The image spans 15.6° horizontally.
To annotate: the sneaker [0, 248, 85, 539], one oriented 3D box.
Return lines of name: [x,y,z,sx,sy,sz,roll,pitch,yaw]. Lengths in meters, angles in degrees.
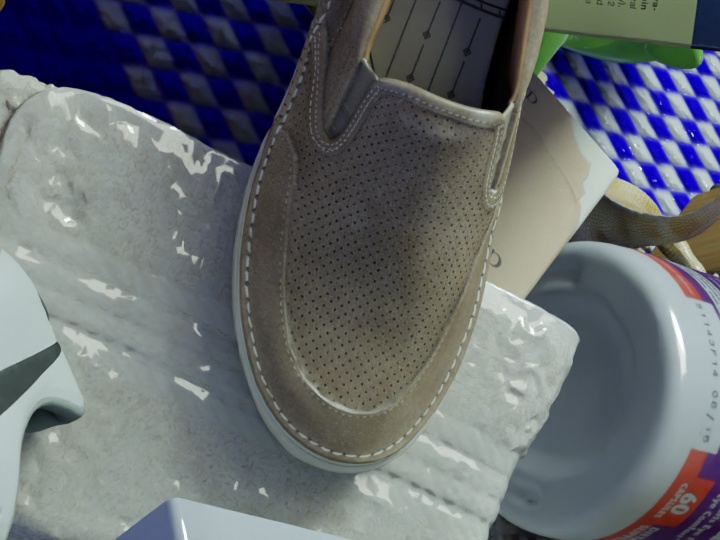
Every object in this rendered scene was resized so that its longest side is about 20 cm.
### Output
sneaker: [-0.135,0.068,0.673,0.089,0.074,0.200,55,49,-16]

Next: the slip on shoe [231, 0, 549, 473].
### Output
slip on shoe: [0.015,-0.041,0.750,0.076,0.201,0.061,18,-4,-13]

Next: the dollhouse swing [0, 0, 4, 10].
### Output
dollhouse swing: [-0.127,-0.134,0.794,0.175,0.200,0.182,-12,67,-57]

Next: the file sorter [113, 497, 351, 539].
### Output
file sorter: [-0.009,0.163,0.700,0.199,0.139,0.125,18,46,-42]

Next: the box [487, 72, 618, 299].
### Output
box: [0.000,0.000,0.901,0.095,0.078,0.200,46,43,-7]

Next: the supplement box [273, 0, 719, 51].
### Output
supplement box: [0.033,-0.157,0.883,0.198,0.135,0.200,6,10,0]

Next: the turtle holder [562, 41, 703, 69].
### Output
turtle holder: [0.112,-0.174,1.233,0.132,0.184,0.142,-49,130,-58]

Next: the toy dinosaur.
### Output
toy dinosaur: [0.102,-0.020,1.077,0.101,0.058,0.200,58,-6,-28]

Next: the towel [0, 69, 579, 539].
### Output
towel: [-0.045,0.036,0.781,0.199,0.034,0.133,26,80,-12]

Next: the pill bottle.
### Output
pill bottle: [0.140,0.061,1.025,0.199,0.111,0.112,15,46,-44]

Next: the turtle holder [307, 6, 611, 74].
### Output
turtle holder: [0.025,-0.133,1.064,0.131,0.186,0.141,20,8,-28]

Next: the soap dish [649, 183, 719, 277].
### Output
soap dish: [0.237,0.010,1.122,0.157,0.200,0.082,29,63,-31]
